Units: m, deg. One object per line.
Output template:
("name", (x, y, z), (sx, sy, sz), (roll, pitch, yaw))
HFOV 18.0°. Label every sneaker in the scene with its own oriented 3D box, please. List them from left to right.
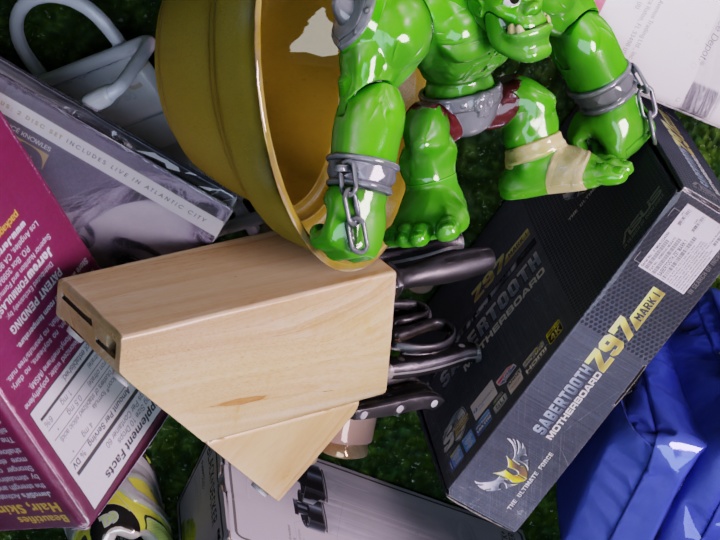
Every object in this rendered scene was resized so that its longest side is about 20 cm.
("sneaker", (-0.124, 0.197, 1.272), (0.075, 0.077, 0.201), (-19, 118, 0))

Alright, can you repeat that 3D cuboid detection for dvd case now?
("dvd case", (-0.163, -0.007, 1.140), (0.148, 0.016, 0.200), (30, 132, -4))

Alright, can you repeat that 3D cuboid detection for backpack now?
("backpack", (0.189, 0.097, 1.199), (0.167, 0.200, 0.163), (25, 115, -9))

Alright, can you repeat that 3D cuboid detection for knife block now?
("knife block", (-0.026, 0.012, 1.096), (0.176, 0.064, 0.200), (-50, 134, -4))

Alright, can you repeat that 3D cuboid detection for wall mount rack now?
("wall mount rack", (-0.143, -0.038, 1.161), (0.173, 0.075, 0.200), (-17, 120, 36))

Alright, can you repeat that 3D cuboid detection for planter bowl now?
("planter bowl", (-0.041, -0.100, 1.071), (0.083, 0.201, 0.202), (-1, 120, 24))

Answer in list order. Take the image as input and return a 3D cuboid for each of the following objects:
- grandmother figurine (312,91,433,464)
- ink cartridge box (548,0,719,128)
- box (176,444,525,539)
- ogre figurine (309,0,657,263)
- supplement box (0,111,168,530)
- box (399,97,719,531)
("grandmother figurine", (0.000, 0.000, 1.191), (0.121, 0.060, 0.202), (-10, 118, -54))
("ink cartridge box", (0.177, -0.157, 1.137), (0.199, 0.083, 0.147), (21, 111, -16))
("box", (0.000, 0.167, 1.254), (0.199, 0.117, 0.060), (21, 114, -18))
("ogre figurine", (0.052, -0.085, 1.046), (0.199, 0.098, 0.121), (-17, 103, -16))
("supplement box", (-0.200, 0.022, 1.090), (0.130, 0.103, 0.201), (-8, 123, 36))
("box", (0.103, 0.011, 1.167), (0.051, 0.158, 0.200), (30, 109, -20))
